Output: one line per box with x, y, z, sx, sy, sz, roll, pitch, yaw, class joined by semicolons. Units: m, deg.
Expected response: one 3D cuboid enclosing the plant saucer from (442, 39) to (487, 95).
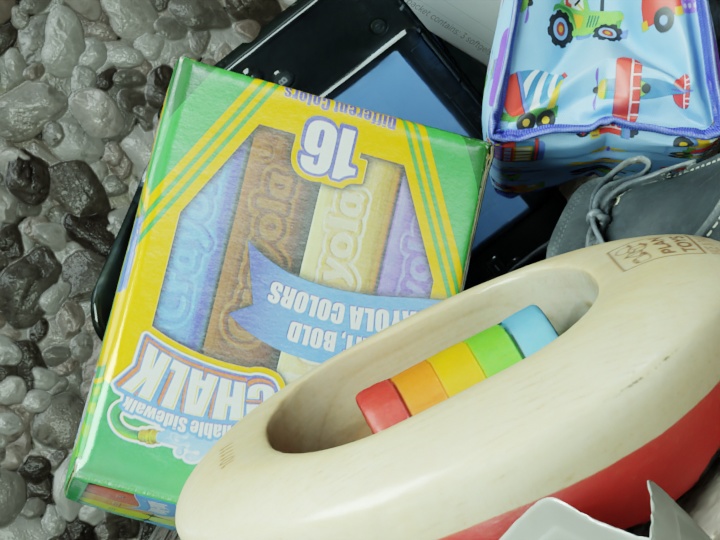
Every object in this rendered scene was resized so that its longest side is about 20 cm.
0.031;-0.044;1.028;0.027;0.200;0.201;15;67;43;plant saucer

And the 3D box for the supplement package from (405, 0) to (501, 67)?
0.060;-0.197;0.960;0.111;0.199;0.156;-44;47;22;supplement package

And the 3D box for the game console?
0.000;0.000;0.844;0.175;0.200;0.117;-36;35;11;game console

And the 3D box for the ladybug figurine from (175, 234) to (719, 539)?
0.041;0.054;0.588;0.199;0.072;0.136;-25;15;1;ladybug figurine

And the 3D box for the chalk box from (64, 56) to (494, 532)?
-0.040;0.044;0.708;0.124;0.123;0.202;137;148;-74;chalk box

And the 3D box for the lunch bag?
0.096;-0.140;0.779;0.151;0.093;0.202;51;-141;-83;lunch bag

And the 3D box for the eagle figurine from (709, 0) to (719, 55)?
0.194;-0.195;0.828;0.151;0.152;0.200;-19;-33;-1;eagle figurine

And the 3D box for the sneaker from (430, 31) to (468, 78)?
0.052;-0.065;0.950;0.075;0.200;0.078;-46;21;-26;sneaker

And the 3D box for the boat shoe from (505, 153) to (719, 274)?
0.103;-0.004;0.706;0.075;0.062;0.200;-58;6;-27;boat shoe

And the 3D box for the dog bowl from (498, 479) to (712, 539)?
0.035;0.145;0.450;0.201;0.058;0.200;-58;5;8;dog bowl
